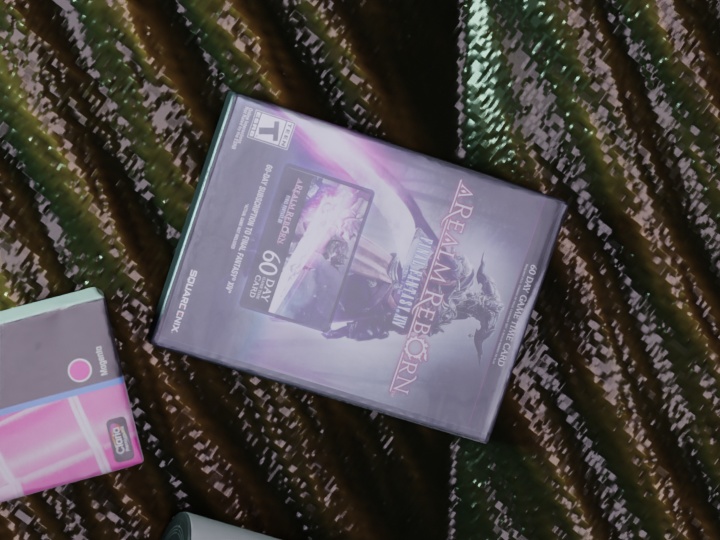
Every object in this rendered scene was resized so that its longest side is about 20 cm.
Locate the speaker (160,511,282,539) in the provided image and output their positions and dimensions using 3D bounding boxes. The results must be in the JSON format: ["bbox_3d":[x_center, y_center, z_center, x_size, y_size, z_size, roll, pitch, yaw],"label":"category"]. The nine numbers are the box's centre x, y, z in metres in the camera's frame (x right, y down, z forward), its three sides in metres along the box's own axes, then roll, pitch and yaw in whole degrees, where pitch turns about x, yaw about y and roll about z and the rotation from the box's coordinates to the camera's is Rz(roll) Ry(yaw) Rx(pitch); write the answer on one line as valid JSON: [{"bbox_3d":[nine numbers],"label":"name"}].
[{"bbox_3d":[-0.015,0.195,1.450,0.200,0.081,0.081,17,95,-16],"label":"speaker"}]

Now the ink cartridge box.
[{"bbox_3d":[-0.221,0.080,1.407,0.200,0.037,0.095,-15,102,-9],"label":"ink cartridge box"}]

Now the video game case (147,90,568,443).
[{"bbox_3d":[0.000,0.000,1.455,0.200,0.019,0.143,17,95,-15],"label":"video game case"}]
